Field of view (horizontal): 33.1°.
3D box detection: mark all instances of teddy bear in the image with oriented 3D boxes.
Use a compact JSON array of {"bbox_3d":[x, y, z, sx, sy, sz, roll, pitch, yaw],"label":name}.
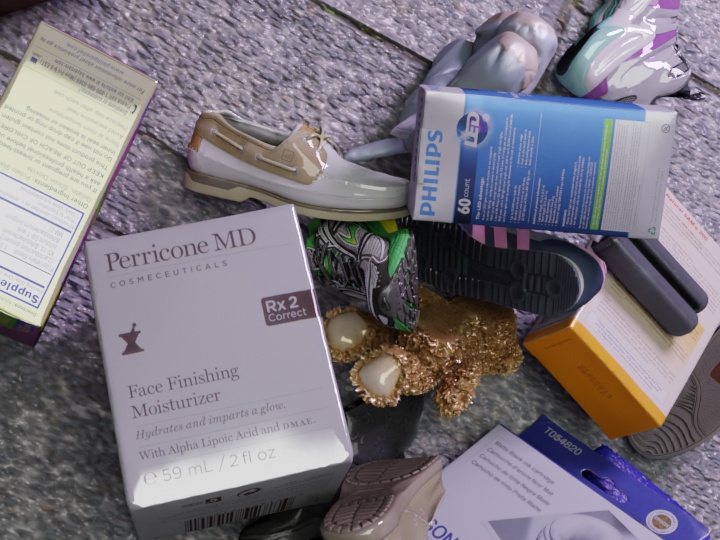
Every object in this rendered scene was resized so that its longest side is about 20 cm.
[{"bbox_3d":[0.051,0.067,1.039,0.144,0.067,0.199,32,32,20],"label":"teddy bear"}]

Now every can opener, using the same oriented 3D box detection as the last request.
[{"bbox_3d":[0.232,-0.032,1.028,0.200,0.067,0.053,46,54,-9],"label":"can opener"}]

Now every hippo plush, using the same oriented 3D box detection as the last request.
[{"bbox_3d":[0.127,-0.117,1.063,0.161,0.159,0.200,50,54,-16],"label":"hippo plush"}]

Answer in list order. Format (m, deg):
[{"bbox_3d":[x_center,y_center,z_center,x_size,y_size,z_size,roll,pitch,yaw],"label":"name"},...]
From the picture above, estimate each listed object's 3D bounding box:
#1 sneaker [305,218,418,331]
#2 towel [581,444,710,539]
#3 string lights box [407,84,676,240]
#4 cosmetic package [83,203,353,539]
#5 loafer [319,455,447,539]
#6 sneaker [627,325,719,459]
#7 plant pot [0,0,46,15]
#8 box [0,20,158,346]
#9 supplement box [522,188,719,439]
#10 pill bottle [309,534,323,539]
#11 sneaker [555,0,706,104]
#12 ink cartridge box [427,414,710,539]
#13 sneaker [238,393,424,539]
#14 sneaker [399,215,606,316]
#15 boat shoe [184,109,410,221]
[{"bbox_3d":[0.000,0.000,0.998,0.084,0.200,0.079,-6,106,-9],"label":"sneaker"},{"bbox_3d":[0.238,0.263,1.056,0.148,0.049,0.201,43,41,-10],"label":"towel"},{"bbox_3d":[0.141,-0.087,0.961,0.197,0.059,0.104,5,103,-3],"label":"string lights box"},{"bbox_3d":[-0.111,0.083,0.927,0.163,0.165,0.202,-11,72,-11],"label":"cosmetic package"},{"bbox_3d":[0.019,0.194,0.933,0.075,0.200,0.069,-8,96,20],"label":"loafer"},{"bbox_3d":[0.342,0.106,1.150,0.200,0.106,0.075,-45,68,9],"label":"sneaker"},{"bbox_3d":[-0.290,-0.281,0.959,0.199,0.187,0.188,-35,94,-4],"label":"plant pot"},{"bbox_3d":[-0.247,-0.057,0.926,0.096,0.176,0.202,26,75,-11],"label":"box"},{"bbox_3d":[0.251,0.035,1.102,0.126,0.073,0.200,46,57,-9],"label":"supplement box"},{"bbox_3d":[-0.008,0.287,0.933,0.113,0.200,0.116,-2,96,-16],"label":"pill bottle"},{"bbox_3d":[0.293,-0.223,1.181,0.139,0.078,0.201,38,83,-11],"label":"sneaker"},{"bbox_3d":[0.156,0.212,1.011,0.199,0.199,0.041,-34,135,-26],"label":"ink cartridge box"},{"bbox_3d":[-0.025,0.160,1.031,0.198,0.060,0.105,-18,89,-24],"label":"sneaker"},{"bbox_3d":[0.121,-0.010,1.057,0.082,0.199,0.071,-12,119,-49],"label":"sneaker"},{"bbox_3d":[-0.051,-0.088,1.012,0.197,0.075,0.069,10,105,6],"label":"boat shoe"}]
